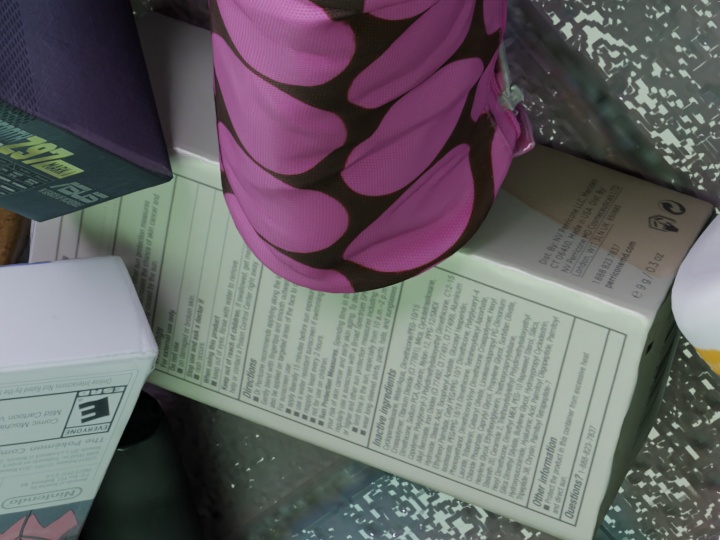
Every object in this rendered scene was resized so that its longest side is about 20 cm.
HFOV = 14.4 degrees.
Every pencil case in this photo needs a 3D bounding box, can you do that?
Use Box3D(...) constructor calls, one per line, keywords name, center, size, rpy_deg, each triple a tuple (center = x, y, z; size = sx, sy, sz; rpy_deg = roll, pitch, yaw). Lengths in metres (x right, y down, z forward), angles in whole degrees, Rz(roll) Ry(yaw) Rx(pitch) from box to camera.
Box3D(name="pencil case", center=(0.005, -0.069, 0.755), size=(0.093, 0.091, 0.200), rpy_deg=(-7, 160, -3))

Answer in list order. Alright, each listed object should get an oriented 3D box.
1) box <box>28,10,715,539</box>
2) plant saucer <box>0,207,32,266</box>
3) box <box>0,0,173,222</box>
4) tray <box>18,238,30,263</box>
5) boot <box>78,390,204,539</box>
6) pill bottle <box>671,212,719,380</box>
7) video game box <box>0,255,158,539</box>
Box3D(name="box", center=(0.000, 0.000, 0.898), size=(0.199, 0.078, 0.095), rpy_deg=(21, 125, 11))
Box3D(name="plant saucer", center=(-0.174, -0.014, 0.874), size=(0.035, 0.200, 0.201), rpy_deg=(43, 135, 40))
Box3D(name="box", center=(-0.119, -0.106, 0.772), size=(0.051, 0.200, 0.158), rpy_deg=(-16, 78, 13))
Box3D(name="tray", center=(-0.143, -0.084, 0.947), size=(0.107, 0.022, 0.200), rpy_deg=(18, 123, 13))
Box3D(name="boot", center=(-0.051, 0.133, 1.001), size=(0.164, 0.066, 0.201), rpy_deg=(0, 115, 31))
Box3D(name="pill bottle", center=(0.192, 0.046, 0.818), size=(0.116, 0.116, 0.200), rpy_deg=(-36, 100, 34))
Box3D(name="video game box", center=(-0.180, 0.073, 0.879), size=(0.047, 0.199, 0.182), rpy_deg=(66, 148, 33))
